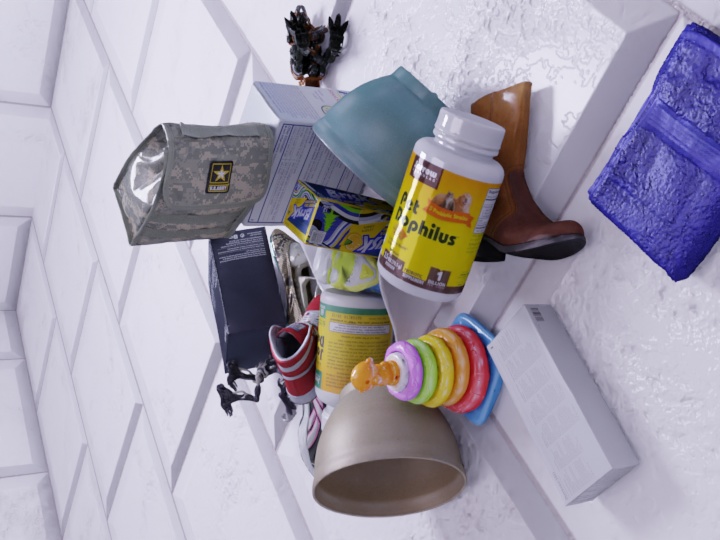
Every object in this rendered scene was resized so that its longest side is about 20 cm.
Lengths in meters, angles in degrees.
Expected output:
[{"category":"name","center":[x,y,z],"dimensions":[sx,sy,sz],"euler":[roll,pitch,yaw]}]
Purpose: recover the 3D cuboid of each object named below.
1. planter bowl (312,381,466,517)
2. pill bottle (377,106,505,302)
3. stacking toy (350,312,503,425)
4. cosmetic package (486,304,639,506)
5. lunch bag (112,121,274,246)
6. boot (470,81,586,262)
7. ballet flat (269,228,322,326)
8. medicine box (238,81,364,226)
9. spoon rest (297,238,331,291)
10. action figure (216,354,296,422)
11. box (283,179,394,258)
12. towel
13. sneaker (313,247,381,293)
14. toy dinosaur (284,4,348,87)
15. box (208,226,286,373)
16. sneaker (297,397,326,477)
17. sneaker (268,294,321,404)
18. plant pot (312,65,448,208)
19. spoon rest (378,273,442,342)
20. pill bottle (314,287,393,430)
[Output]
[{"category":"planter bowl","center":[0.033,0.220,1.070],"dimensions":[0.201,0.196,0.137],"euler":[-48,35,45]},{"category":"pill bottle","center":[0.096,-0.076,0.938],"dimensions":[0.109,0.107,0.204],"euler":[39,118,49]},{"category":"stacking toy","center":[0.069,0.122,0.992],"dimensions":[0.110,0.196,0.118],"euler":[40,123,48]},{"category":"cosmetic package","center":[0.216,0.142,0.899],"dimensions":[0.083,0.050,0.203],"euler":[-53,47,39]},{"category":"lunch bag","center":[-0.221,-0.126,1.116],"dimensions":[0.200,0.161,0.120],"euler":[-43,63,46]},{"category":"boot","center":[0.191,-0.115,0.954],"dimensions":[0.187,0.067,0.205],"euler":[-4,79,64]},{"category":"ballet flat","center":[-0.099,0.018,1.385],"dimensions":[0.074,0.067,0.205],"euler":[-20,75,33]},{"category":"medicine box","center":[-0.085,-0.169,1.231],"dimensions":[0.104,0.197,0.184],"euler":[54,132,35]},{"category":"spoon rest","center":[-0.063,-0.042,1.322],"dimensions":[0.100,0.060,0.202],"euler":[-62,41,35]},{"category":"action figure","center":[-0.140,0.186,1.404],"dimensions":[0.196,0.103,0.120],"euler":[-14,41,18]},{"category":"box","center":[0.000,-0.061,1.094],"dimensions":[0.070,0.197,0.065],"euler":[40,113,49]},{"category":"towel","center":[0.302,-0.111,0.771],"dimensions":[0.148,0.049,0.203],"euler":[55,133,42]},{"category":"sneaker","center":[0.000,0.000,1.196],"dimensions":[0.077,0.103,0.200],"euler":[-71,22,6]},{"category":"toy dinosaur","center":[-0.078,-0.351,1.349],"dimensions":[0.203,0.101,0.136],"euler":[60,154,12]},{"category":"box","center":[-0.204,0.056,1.448],"dimensions":[0.201,0.102,0.186],"euler":[112,147,-63]},{"category":"sneaker","center":[-0.048,0.229,1.285],"dimensions":[0.085,0.080,0.205],"euler":[-6,96,31]},{"category":"sneaker","center":[-0.081,0.088,1.250],"dimensions":[0.203,0.070,0.114],"euler":[-77,-24,-43]},{"category":"plant pot","center":[0.054,-0.170,1.050],"dimensions":[0.135,0.199,0.201],"euler":[-49,46,11]},{"category":"spoon rest","center":[0.068,0.052,1.091],"dimensions":[0.061,0.097,0.205],"euler":[-94,9,-69]},{"category":"pill bottle","center":[-0.010,0.132,1.191],"dimensions":[0.112,0.111,0.205],"euler":[13,101,56]}]
